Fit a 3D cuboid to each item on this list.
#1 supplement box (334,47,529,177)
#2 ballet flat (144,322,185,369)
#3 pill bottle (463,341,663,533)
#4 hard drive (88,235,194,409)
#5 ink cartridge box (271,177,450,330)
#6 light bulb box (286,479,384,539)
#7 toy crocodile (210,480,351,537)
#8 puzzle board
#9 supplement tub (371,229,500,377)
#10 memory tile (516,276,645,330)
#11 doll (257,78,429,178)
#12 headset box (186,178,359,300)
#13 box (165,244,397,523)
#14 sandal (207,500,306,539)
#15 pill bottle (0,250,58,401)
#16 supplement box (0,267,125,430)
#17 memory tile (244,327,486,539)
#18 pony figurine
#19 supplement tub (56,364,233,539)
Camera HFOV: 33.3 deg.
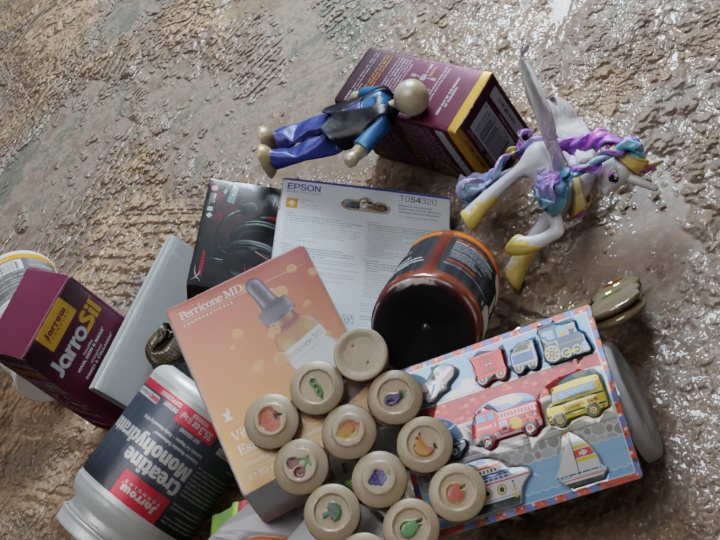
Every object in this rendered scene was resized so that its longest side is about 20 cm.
[{"bbox_3d":[0.081,-0.179,1.396,0.199,0.110,0.086,21,73,43],"label":"supplement box"},{"bbox_3d":[-0.162,0.052,1.393,0.199,0.047,0.067,-27,20,-26],"label":"ballet flat"},{"bbox_3d":[0.161,0.156,1.094,0.198,0.114,0.115,-28,47,17],"label":"pill bottle"},{"bbox_3d":[-0.214,0.080,1.409,0.026,0.131,0.202,-12,49,57],"label":"hard drive"},{"bbox_3d":[0.000,0.000,1.304,0.194,0.044,0.202,7,54,-3],"label":"ink cartridge box"},{"bbox_3d":[-0.004,0.337,1.075,0.200,0.125,0.198,-49,45,-6],"label":"light bulb box"},{"bbox_3d":[-0.075,0.250,1.233,0.198,0.062,0.068,-15,51,28],"label":"toy crocodile"},{"bbox_3d":[0.127,0.133,1.041,0.198,0.017,0.152,-21,72,20],"label":"puzzle board"},{"bbox_3d":[0.080,0.024,1.172,0.106,0.108,0.200,-23,11,20],"label":"supplement tub"},{"bbox_3d":[0.176,0.061,1.142,0.198,0.017,0.153,-28,3,15],"label":"memory tile"},{"bbox_3d":[-0.016,-0.159,1.332,0.198,0.049,0.137,-19,37,12],"label":"doll"},{"bbox_3d":[-0.087,-0.012,1.369,0.197,0.075,0.150,9,57,-1],"label":"headset box"},{"bbox_3d":[-0.073,0.107,1.145,0.151,0.107,0.201,-26,66,-6],"label":"box"},{"bbox_3d":[-0.082,0.256,1.172,0.079,0.059,0.207,38,76,22],"label":"sandal"},{"bbox_3d":[-0.429,0.072,1.580,0.116,0.116,0.200,-41,45,3],"label":"pill bottle"},{"bbox_3d":[-0.323,0.099,1.410,0.085,0.200,0.111,7,63,41],"label":"supplement box"},{"bbox_3d":[0.003,0.161,1.045,0.152,0.017,0.201,-34,69,-7],"label":"memory tile"},{"bbox_3d":[0.194,-0.110,1.254,0.199,0.166,0.194,-38,60,19],"label":"pony figurine"},{"bbox_3d":[-0.219,0.218,1.304,0.140,0.140,0.201,26,76,44],"label":"supplement tub"}]
